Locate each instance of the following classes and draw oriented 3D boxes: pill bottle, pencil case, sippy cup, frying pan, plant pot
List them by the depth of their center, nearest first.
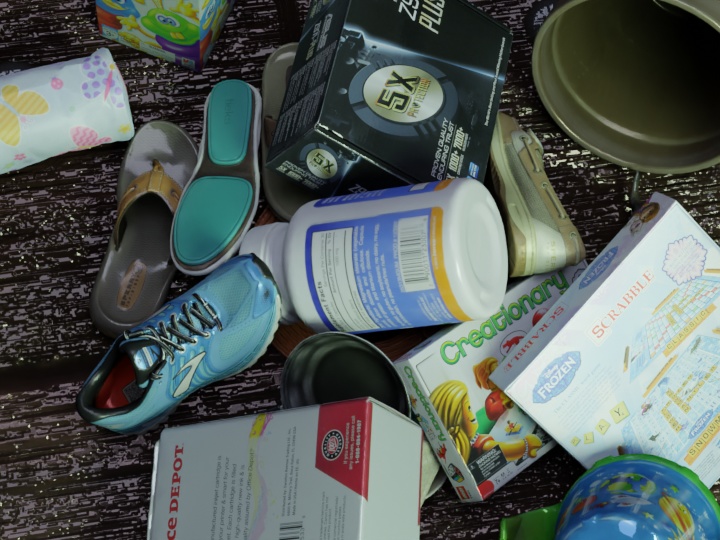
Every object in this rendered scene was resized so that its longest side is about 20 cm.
[{"bbox_3d":[0.198,0.214,1.278,0.177,0.130,0.140,-31,85,19],"label":"sippy cup"},{"bbox_3d":[-0.034,0.122,1.371,0.115,0.190,0.031,51,33,3],"label":"frying pan"},{"bbox_3d":[0.008,-0.006,1.373,0.199,0.112,0.113,-7,65,26],"label":"pill bottle"},{"bbox_3d":[-0.292,-0.125,1.460,0.199,0.091,0.084,-18,85,-11],"label":"pencil case"},{"bbox_3d":[0.269,-0.213,1.502,0.199,0.201,0.174,25,51,5],"label":"plant pot"}]

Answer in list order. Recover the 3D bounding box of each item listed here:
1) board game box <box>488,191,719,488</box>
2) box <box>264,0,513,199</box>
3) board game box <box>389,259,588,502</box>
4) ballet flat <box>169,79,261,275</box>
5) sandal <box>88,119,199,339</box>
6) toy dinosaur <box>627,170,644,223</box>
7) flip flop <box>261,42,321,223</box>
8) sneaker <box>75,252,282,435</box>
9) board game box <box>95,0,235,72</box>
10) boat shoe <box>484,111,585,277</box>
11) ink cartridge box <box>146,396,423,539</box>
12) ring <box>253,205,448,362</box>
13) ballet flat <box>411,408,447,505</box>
[{"bbox_3d":[0.237,0.077,1.366,0.200,0.041,0.199,-47,111,-1],"label":"board game box"},{"bbox_3d":[0.028,-0.147,1.450,0.163,0.086,0.201,28,58,-23],"label":"box"},{"bbox_3d":[0.130,0.081,1.392,0.200,0.035,0.127,-32,97,-31],"label":"board game box"},{"bbox_3d":[-0.113,-0.068,1.454,0.069,0.070,0.201,8,57,-1],"label":"ballet flat"},{"bbox_3d":[-0.181,-0.040,1.451,0.081,0.055,0.201,17,66,2],"label":"sandal"},{"bbox_3d":[0.258,-0.005,1.446,0.077,0.102,0.201,-17,65,33],"label":"toy dinosaur"},{"bbox_3d":[-0.048,-0.119,1.482,0.080,0.058,0.201,-5,62,-4],"label":"flip flop"},{"bbox_3d":[-0.144,0.064,1.353,0.200,0.090,0.079,-43,75,15],"label":"sneaker"},{"bbox_3d":[-0.163,-0.274,1.468,0.102,0.200,0.105,21,69,4],"label":"board game box"},{"bbox_3d":[0.140,-0.067,1.448,0.063,0.074,0.201,-3,34,-4],"label":"boat shoe"},{"bbox_3d":[-0.059,0.187,1.306,0.199,0.083,0.147,-11,64,32],"label":"ink cartridge box"},{"bbox_3d":[0.000,0.000,1.471,0.199,0.019,0.202,1,68,-3],"label":"ring"},{"bbox_3d":[0.063,0.125,1.408,0.062,0.067,0.200,52,60,-26],"label":"ballet flat"}]
